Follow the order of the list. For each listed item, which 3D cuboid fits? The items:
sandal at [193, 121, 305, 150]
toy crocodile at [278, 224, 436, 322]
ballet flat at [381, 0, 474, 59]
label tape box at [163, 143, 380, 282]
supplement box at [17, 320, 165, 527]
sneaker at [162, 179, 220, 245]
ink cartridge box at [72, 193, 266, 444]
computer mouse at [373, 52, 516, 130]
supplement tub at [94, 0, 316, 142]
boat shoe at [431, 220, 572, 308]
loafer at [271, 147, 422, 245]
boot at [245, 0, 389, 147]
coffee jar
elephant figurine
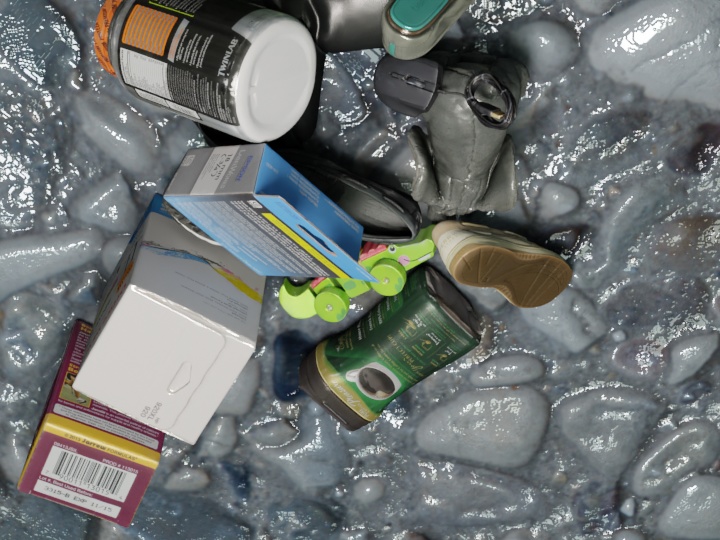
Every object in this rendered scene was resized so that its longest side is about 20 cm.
[{"bbox_3d":[-0.135,-0.148,1.495,0.076,0.043,0.200,-40,112,21],"label":"sandal"},{"bbox_3d":[0.000,0.000,1.551,0.200,0.068,0.062,-26,110,31],"label":"toy crocodile"},{"bbox_3d":[0.089,-0.278,1.380,0.067,0.200,0.064,39,160,13],"label":"ballet flat"},{"bbox_3d":[-0.074,-0.055,1.376,0.144,0.063,0.200,40,158,-33],"label":"label tape box"},{"bbox_3d":[-0.285,0.166,1.588,0.131,0.200,0.103,22,119,-11],"label":"supplement box"},{"bbox_3d":[-0.115,-0.047,1.532,0.200,0.079,0.074,18,75,-13],"label":"sneaker"},{"bbox_3d":[-0.195,0.048,1.519,0.144,0.200,0.147,26,117,-14],"label":"ink cartridge box"},{"bbox_3d":[0.072,-0.168,1.343,0.034,0.200,0.059,16,94,-40],"label":"computer mouse"},{"bbox_3d":[-0.150,-0.204,1.366,0.200,0.122,0.123,24,126,32],"label":"supplement tub"},{"bbox_3d":[0.152,-0.012,1.533,0.200,0.065,0.072,14,120,-46],"label":"boat shoe"},{"bbox_3d":[-0.032,-0.075,1.471,0.200,0.070,0.068,17,109,-6],"label":"loafer"},{"bbox_3d":[-0.021,-0.226,1.434,0.162,0.073,0.199,-11,117,5],"label":"boot"},{"bbox_3d":[0.029,0.091,1.605,0.200,0.085,0.104,-37,116,19],"label":"coffee jar"},{"bbox_3d":[0.104,-0.112,1.446,0.141,0.155,0.201,15,111,31],"label":"elephant figurine"}]
